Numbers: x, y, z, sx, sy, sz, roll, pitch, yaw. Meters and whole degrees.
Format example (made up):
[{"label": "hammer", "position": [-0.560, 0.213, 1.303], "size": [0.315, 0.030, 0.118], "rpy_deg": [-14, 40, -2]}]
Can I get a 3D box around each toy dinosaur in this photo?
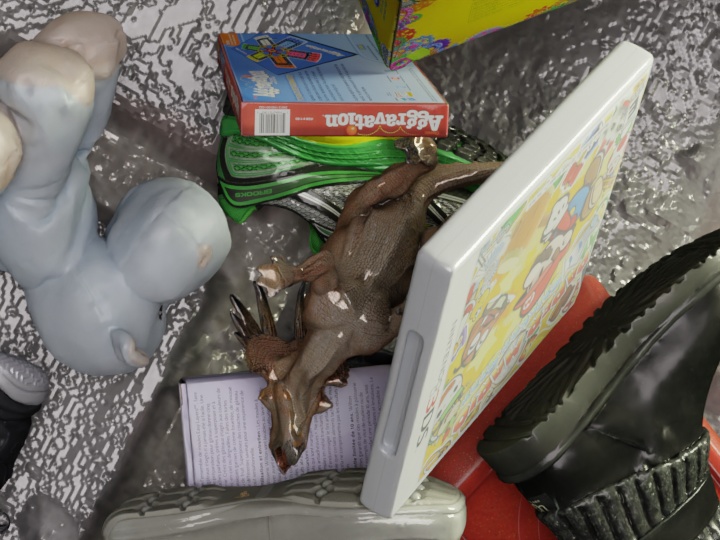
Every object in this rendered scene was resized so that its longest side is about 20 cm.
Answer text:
[{"label": "toy dinosaur", "position": [0.000, 0.000, 1.074], "size": [0.086, 0.136, 0.200], "rpy_deg": [42, 72, -3]}]

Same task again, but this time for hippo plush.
[{"label": "hippo plush", "position": [-0.158, -0.019, 1.073], "size": [0.161, 0.159, 0.200], "rpy_deg": [45, 84, -4]}]

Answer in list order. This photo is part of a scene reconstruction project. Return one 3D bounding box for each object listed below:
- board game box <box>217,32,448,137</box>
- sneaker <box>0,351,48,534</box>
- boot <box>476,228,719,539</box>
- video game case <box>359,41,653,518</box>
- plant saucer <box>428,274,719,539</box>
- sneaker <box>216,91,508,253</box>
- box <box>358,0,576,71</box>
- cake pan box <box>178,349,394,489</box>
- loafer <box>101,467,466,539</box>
[{"label": "board game box", "position": [-0.020, -0.099, 1.072], "size": [0.102, 0.200, 0.020], "rpy_deg": [1, 106, -7]}, {"label": "sneaker", "position": [-0.273, 0.086, 1.098], "size": [0.198, 0.075, 0.115], "rpy_deg": [11, 86, -10]}, {"label": "boot", "position": [0.175, 0.091, 1.096], "size": [0.211, 0.079, 0.158], "rpy_deg": [-43, 101, -14]}, {"label": "video game case", "position": [0.073, 0.005, 1.020], "size": [0.023, 0.183, 0.200], "rpy_deg": [30, 48, 17]}, {"label": "plant saucer", "position": [0.130, 0.139, 1.136], "size": [0.200, 0.037, 0.200], "rpy_deg": [-44, 103, -19]}, {"label": "sneaker", "position": [0.013, -0.045, 1.147], "size": [0.198, 0.078, 0.086], "rpy_deg": [14, 105, -6]}, {"label": "box", "position": [0.072, -0.238, 1.030], "size": [0.198, 0.122, 0.194], "rpy_deg": [-21, 77, -8]}, {"label": "cake pan box", "position": [-0.006, 0.143, 1.147], "size": [0.182, 0.052, 0.202], "rpy_deg": [-6, 91, -9]}, {"label": "loafer", "position": [-0.039, 0.147, 1.075], "size": [0.198, 0.070, 0.071], "rpy_deg": [-7, 100, 16]}]
